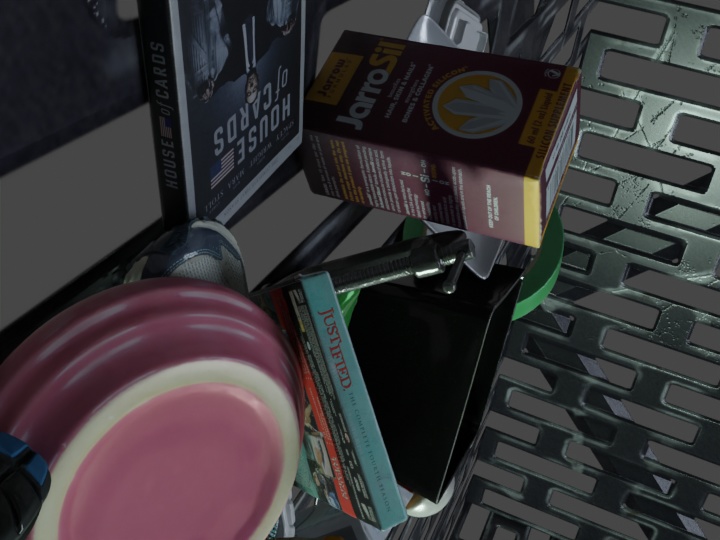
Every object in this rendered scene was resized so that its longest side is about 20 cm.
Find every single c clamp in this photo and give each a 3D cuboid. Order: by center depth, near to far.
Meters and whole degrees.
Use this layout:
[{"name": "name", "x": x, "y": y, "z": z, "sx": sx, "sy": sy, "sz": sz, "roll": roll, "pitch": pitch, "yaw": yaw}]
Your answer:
[{"name": "c clamp", "x": 0.000, "y": 0.000, "z": 0.647, "sx": 0.171, "sy": 0.198, "sz": 0.027, "roll": -39, "pitch": 112, "yaw": -62}]

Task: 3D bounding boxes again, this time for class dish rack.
[{"name": "dish rack", "x": 0.094, "y": -0.206, "z": 0.972, "sx": 0.171, "sy": 0.043, "sz": 0.202, "roll": -23, "pitch": 130, "yaw": -70}]

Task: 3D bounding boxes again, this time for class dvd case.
[{"name": "dvd case", "x": -0.076, "y": -0.128, "z": 0.512, "sx": 0.151, "sy": 0.024, "sz": 0.202, "roll": -55, "pitch": 157, "yaw": -45}, {"name": "dvd case", "x": -0.037, "y": 0.079, "z": 0.556, "sx": 0.200, "sy": 0.022, "sz": 0.148, "roll": -18, "pitch": -89, "yaw": 68}]

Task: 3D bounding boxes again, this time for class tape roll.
[{"name": "tape roll", "x": 0.152, "y": -0.033, "z": 1.071, "sx": 0.048, "sy": 0.198, "sz": 0.202, "roll": 74, "pitch": 38, "yaw": -62}]

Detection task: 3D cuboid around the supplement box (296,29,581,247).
[{"name": "supplement box", "x": 0.060, "y": -0.106, "z": 0.668, "sx": 0.086, "sy": 0.198, "sz": 0.111, "roll": 73, "pitch": 38, "yaw": -55}]

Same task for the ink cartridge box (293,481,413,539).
[{"name": "ink cartridge box", "x": -0.031, "y": 0.242, "z": 0.857, "sx": 0.048, "sy": 0.159, "sz": 0.200, "roll": 63, "pitch": 20, "yaw": -1}]

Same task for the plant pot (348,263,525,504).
[{"name": "plant pot", "x": 0.048, "y": 0.082, "z": 0.890, "sx": 0.200, "sy": 0.176, "sz": 0.202, "roll": -27, "pitch": 134, "yaw": -67}]

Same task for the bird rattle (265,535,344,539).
[{"name": "bird rattle", "x": -0.079, "y": 0.261, "z": 0.664, "sx": 0.113, "sy": 0.161, "sz": 0.202, "roll": -95, "pitch": -179, "yaw": -56}]

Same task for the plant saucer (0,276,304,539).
[{"name": "plant saucer", "x": -0.106, "y": 0.105, "z": 0.452, "sx": 0.199, "sy": 0.051, "sz": 0.203, "roll": -19, "pitch": 122, "yaw": -34}]

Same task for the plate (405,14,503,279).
[{"name": "plate", "x": 0.086, "y": -0.123, "z": 0.865, "sx": 0.032, "sy": 0.200, "sz": 0.201, "roll": -17, "pitch": -141, "yaw": 52}]

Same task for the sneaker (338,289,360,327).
[{"name": "sneaker", "x": -0.033, "y": 0.093, "z": 0.773, "sx": 0.074, "sy": 0.083, "sz": 0.202, "roll": -51, "pitch": 161, "yaw": -72}]

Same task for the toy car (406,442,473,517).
[{"name": "toy car", "x": 0.033, "y": 0.205, "z": 1.064, "sx": 0.150, "sy": 0.175, "sz": 0.201, "roll": -38, "pitch": -166, "yaw": 45}]

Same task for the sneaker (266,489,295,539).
[{"name": "sneaker", "x": -0.101, "y": 0.184, "z": 0.722, "sx": 0.091, "sy": 0.077, "sz": 0.203, "roll": -13, "pitch": 118, "yaw": -53}]

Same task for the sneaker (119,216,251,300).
[{"name": "sneaker", "x": -0.082, "y": 0.049, "z": 0.531, "sx": 0.077, "sy": 0.086, "sz": 0.201, "roll": -34, "pitch": 149, "yaw": -19}]

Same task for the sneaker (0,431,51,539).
[{"name": "sneaker", "x": -0.202, "y": 0.139, "z": 0.321, "sx": 0.200, "sy": 0.073, "sz": 0.082, "roll": -44, "pitch": 160, "yaw": -44}]
